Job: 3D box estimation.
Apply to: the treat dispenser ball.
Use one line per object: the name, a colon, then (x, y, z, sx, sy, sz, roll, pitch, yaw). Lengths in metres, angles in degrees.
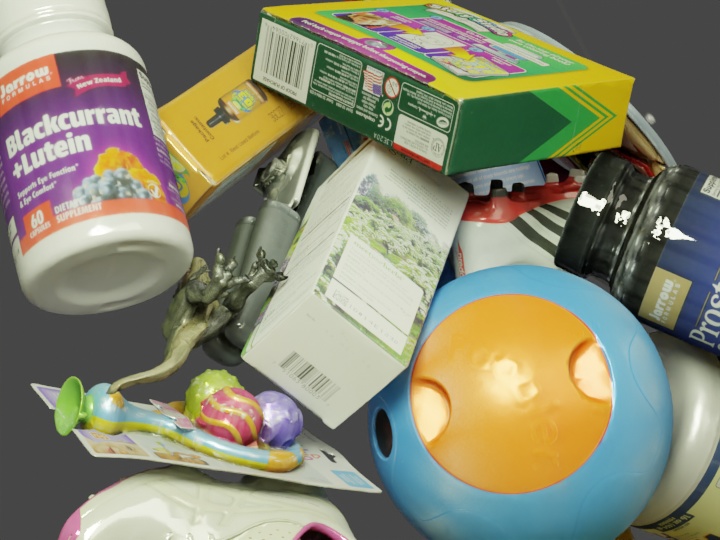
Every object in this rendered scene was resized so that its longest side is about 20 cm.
treat dispenser ball: (0.105, 0.097, 1.306, 0.201, 0.201, 0.201, 20, 51, -26)

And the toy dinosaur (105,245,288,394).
toy dinosaur: (-0.097, 0.023, 1.237, 0.047, 0.088, 0.200, 47, 16, -7)

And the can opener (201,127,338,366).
can opener: (-0.052, -0.014, 1.365, 0.067, 0.053, 0.200, 34, 48, -24)

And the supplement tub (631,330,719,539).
supplement tub: (0.278, 0.139, 1.452, 0.200, 0.145, 0.145, 21, 50, -25)

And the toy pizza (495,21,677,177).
toy pizza: (0.164, -0.111, 1.510, 0.200, 0.200, 0.032, 45, 83, -4)

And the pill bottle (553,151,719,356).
pill bottle: (0.238, -0.004, 1.333, 0.200, 0.112, 0.112, 23, 44, 11)

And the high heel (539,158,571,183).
high heel: (0.133, -0.093, 1.550, 0.200, 0.067, 0.096, 25, 58, -19)

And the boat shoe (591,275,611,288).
boat shoe: (0.243, 0.010, 1.464, 0.074, 0.200, 0.060, 27, 93, -25)

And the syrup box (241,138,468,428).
syrup box: (0.000, 0.000, 1.296, 0.079, 0.081, 0.200, 39, 36, -13)

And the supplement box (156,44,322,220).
supplement box: (-0.082, -0.110, 1.400, 0.067, 0.069, 0.200, 48, 42, 1)

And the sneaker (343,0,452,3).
sneaker: (0.017, -0.259, 1.570, 0.082, 0.078, 0.200, -30, 82, -47)

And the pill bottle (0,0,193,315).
pill bottle: (-0.182, -0.083, 1.269, 0.111, 0.111, 0.200, 2, 60, -37)

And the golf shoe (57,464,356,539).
golf shoe: (-0.083, 0.164, 1.184, 0.200, 0.075, 0.091, -3, 25, -38)

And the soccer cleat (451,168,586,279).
soccer cleat: (0.142, -0.025, 1.425, 0.200, 0.069, 0.085, -7, 104, -40)

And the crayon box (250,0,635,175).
crayon box: (0.055, -0.131, 1.355, 0.172, 0.058, 0.200, -10, 29, -42)

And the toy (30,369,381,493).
toy: (-0.091, 0.089, 1.224, 0.200, 0.047, 0.115, 8, 14, -31)

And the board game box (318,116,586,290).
board game box: (0.073, -0.039, 1.451, 0.151, 0.037, 0.200, -15, 79, -28)
